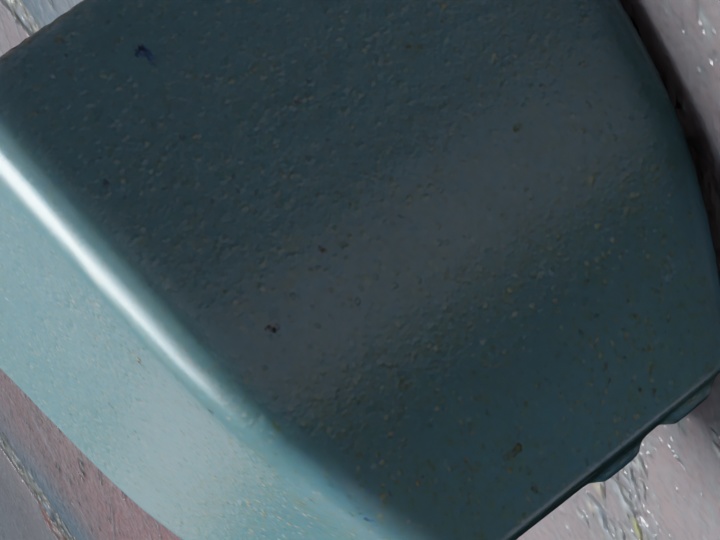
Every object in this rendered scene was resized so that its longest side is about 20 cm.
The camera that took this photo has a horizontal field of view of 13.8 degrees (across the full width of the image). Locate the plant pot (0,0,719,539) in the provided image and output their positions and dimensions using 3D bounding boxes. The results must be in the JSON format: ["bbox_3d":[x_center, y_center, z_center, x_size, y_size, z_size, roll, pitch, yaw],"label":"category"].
[{"bbox_3d":[0.000,0.000,0.936,0.200,0.196,0.196,52,162,6],"label":"plant pot"}]
